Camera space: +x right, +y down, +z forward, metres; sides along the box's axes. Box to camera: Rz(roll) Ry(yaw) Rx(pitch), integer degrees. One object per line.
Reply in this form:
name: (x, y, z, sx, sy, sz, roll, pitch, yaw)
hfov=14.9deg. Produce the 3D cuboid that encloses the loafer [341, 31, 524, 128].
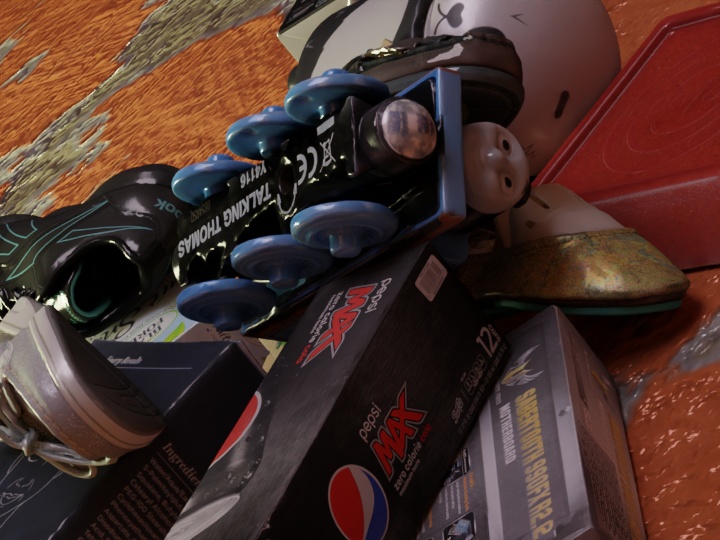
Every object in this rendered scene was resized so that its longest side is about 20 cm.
loafer: (0.010, -0.082, 1.282, 0.200, 0.072, 0.063, -28, 53, 57)

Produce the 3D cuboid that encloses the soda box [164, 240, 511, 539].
soda box: (-0.013, 0.079, 1.109, 0.071, 0.063, 0.200, -22, 25, 39)

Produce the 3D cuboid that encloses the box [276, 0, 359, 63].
box: (0.035, -0.161, 1.632, 0.060, 0.117, 0.200, -28, 23, 35)

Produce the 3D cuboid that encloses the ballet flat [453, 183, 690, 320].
ballet flat: (0.075, -0.007, 1.268, 0.071, 0.071, 0.200, -48, 19, -24)

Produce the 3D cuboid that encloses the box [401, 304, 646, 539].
box: (0.035, 0.113, 1.117, 0.158, 0.048, 0.200, -34, 20, 13)

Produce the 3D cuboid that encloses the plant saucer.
plant saucer: (0.168, -0.075, 1.316, 0.199, 0.037, 0.200, -11, 33, 53)

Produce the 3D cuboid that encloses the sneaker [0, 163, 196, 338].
sneaker: (-0.175, 0.005, 1.541, 0.200, 0.075, 0.079, -28, 24, 30)

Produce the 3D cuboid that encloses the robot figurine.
robot figurine: (0.044, -0.096, 1.450, 0.200, 0.151, 0.125, -17, 13, 48)

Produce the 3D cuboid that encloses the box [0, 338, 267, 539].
box: (-0.122, 0.136, 1.263, 0.200, 0.107, 0.148, -48, 21, -22)

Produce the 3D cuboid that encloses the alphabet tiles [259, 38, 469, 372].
alphabet tiles: (0.000, 0.000, 1.336, 0.201, 0.008, 0.167, -65, 26, 11)

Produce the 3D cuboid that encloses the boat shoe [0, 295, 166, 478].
boat shoe: (-0.138, 0.057, 1.204, 0.065, 0.074, 0.202, -47, 17, -6)

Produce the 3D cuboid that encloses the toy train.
toy train: (-0.006, -0.027, 1.227, 0.200, 0.114, 0.087, -31, 57, 53)

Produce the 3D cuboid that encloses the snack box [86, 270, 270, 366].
snack box: (-0.116, 0.036, 1.557, 0.142, 0.053, 0.200, -39, 19, 3)
